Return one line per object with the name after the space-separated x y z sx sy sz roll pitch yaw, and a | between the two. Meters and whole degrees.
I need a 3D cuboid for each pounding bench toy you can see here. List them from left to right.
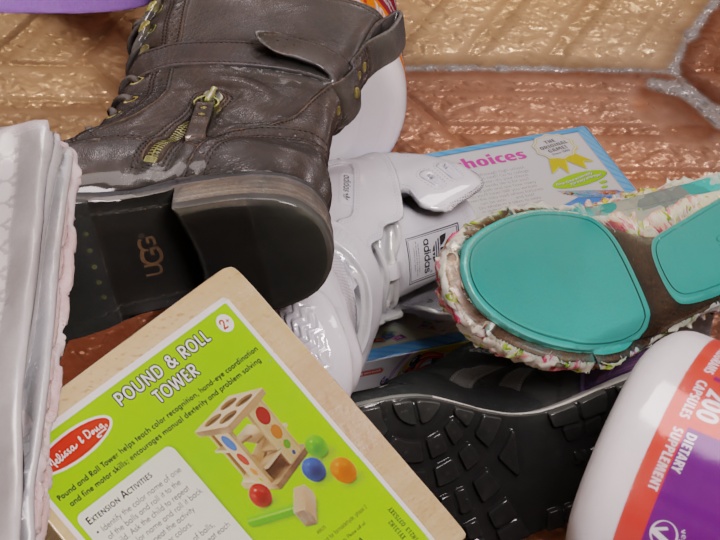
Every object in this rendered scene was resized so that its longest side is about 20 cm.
-0.097 0.126 1.005 0.124 0.156 0.200 48 50 4 | pounding bench toy

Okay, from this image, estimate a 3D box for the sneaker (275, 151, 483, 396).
0.000 0.000 1.181 0.115 0.075 0.200 -4 22 -12 | sneaker

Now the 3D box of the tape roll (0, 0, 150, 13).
-0.196 -0.167 1.405 0.200 0.066 0.200 5 11 -1 | tape roll

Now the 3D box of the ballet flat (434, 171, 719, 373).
0.095 0.006 1.191 0.200 0.064 0.076 -8 76 -41 | ballet flat

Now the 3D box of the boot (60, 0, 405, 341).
-0.086 -0.050 1.132 0.199 0.069 0.174 1 36 4 | boot

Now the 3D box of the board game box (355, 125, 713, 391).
0.037 0.001 1.298 0.199 0.034 0.135 -11 40 -20 | board game box

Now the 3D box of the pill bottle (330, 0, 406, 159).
-0.040 -0.129 1.397 0.113 0.113 0.200 1 37 -5 | pill bottle

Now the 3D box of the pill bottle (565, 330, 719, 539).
0.184 0.106 1.103 0.200 0.113 0.112 22 40 15 | pill bottle

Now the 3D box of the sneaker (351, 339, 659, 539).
0.046 0.066 1.200 0.199 0.076 0.088 -6 22 -19 | sneaker

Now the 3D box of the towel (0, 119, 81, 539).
-0.189 0.037 0.943 0.190 0.032 0.200 -5 51 7 | towel

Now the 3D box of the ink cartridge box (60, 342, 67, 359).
-0.198 -0.029 1.186 0.067 0.117 0.200 -24 69 -30 | ink cartridge box
